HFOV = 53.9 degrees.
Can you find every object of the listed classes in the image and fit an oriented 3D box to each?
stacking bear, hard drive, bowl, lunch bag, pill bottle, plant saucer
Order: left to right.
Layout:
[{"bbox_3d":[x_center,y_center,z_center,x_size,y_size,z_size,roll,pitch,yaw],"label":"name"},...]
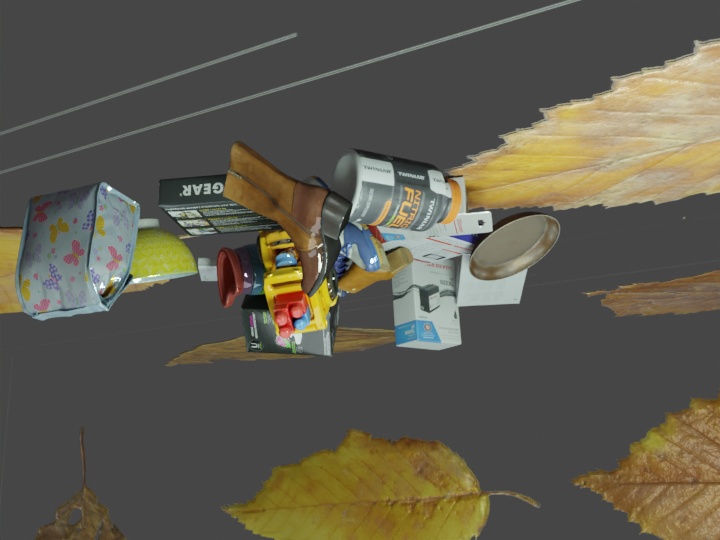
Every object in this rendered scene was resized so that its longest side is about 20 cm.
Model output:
[{"bbox_3d":[-0.466,-0.022,1.167,0.165,0.206,0.127,-9,156,21],"label":"lunch bag"},{"bbox_3d":[-0.404,-0.035,1.306,0.194,0.111,0.200,-8,179,0],"label":"bowl"},{"bbox_3d":[-0.277,-0.001,1.655,0.194,0.028,0.132,1,165,-10],"label":"hard drive"},{"bbox_3d":[-0.196,-0.002,1.502,0.195,0.117,0.121,-7,162,-30],"label":"stacking bear"},{"bbox_3d":[0.060,-0.118,1.087,0.195,0.110,0.106,5,164,-28],"label":"pill bottle"},{"bbox_3d":[0.300,-0.052,1.405,0.195,0.033,0.202,-15,146,-10],"label":"plant saucer"}]

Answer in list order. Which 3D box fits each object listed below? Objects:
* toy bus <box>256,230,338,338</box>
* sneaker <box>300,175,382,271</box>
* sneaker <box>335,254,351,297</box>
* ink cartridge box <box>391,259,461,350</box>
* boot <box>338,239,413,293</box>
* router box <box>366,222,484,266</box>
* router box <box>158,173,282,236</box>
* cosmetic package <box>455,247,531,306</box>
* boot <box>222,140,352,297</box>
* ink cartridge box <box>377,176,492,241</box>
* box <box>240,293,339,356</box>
[{"bbox_3d":[-0.125,0.022,1.292,0.132,0.205,0.193,-8,-153,10],"label":"toy bus"},{"bbox_3d":[-0.050,-0.057,1.117,0.087,0.200,0.076,-33,153,-25],"label":"sneaker"},{"bbox_3d":[-0.044,-0.009,1.475,0.078,0.119,0.200,0,166,-10],"label":"sneaker"},{"bbox_3d":[0.153,0.073,1.650,0.142,0.206,0.083,9,161,-36],"label":"ink cartridge box"},{"bbox_3d":[0.000,-0.001,1.363,0.142,0.073,0.199,-30,160,32],"label":"boot"},{"bbox_3d":[0.125,-0.065,1.419,0.197,0.050,0.177,12,160,-44],"label":"router box"},{"bbox_3d":[-0.219,-0.110,1.188,0.194,0.053,0.149,-4,164,6],"label":"router box"},{"bbox_3d":[0.290,0.002,1.567,0.146,0.053,0.202,-1,144,3],"label":"cosmetic package"},{"bbox_3d":[-0.123,-0.069,1.047,0.196,0.069,0.191,27,138,8],"label":"boot"},{"bbox_3d":[0.128,-0.106,1.224,0.194,0.069,0.116,-4,165,11],"label":"ink cartridge box"},{"bbox_3d":[-0.152,0.093,1.574,0.194,0.150,0.127,2,124,4],"label":"box"}]
